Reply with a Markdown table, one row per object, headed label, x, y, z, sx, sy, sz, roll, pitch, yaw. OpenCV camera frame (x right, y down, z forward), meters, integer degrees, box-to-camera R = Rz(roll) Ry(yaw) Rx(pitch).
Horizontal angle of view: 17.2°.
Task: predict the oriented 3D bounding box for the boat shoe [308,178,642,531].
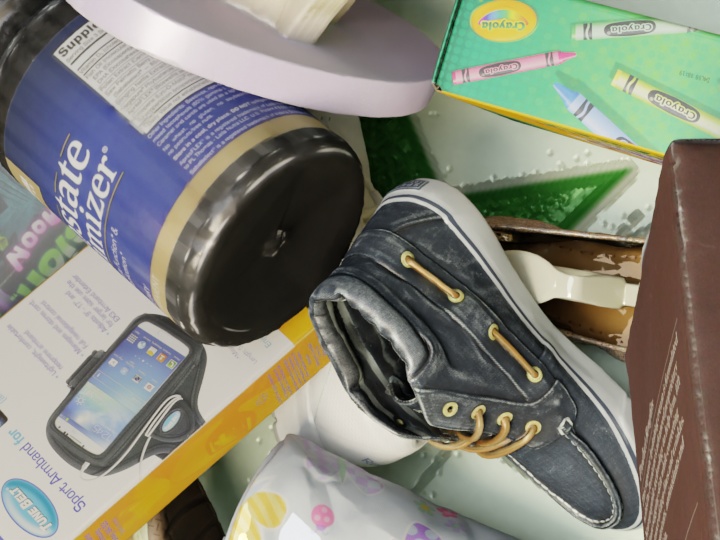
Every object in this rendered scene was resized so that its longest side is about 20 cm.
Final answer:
| label | x | y | z | sx | sy | sz | roll | pitch | yaw |
| --- | --- | --- | --- | --- | --- | --- | --- | --- | --- |
| boat shoe | 0.055 | 0.061 | 1.086 | 0.200 | 0.091 | 0.071 | 51 | 141 | -11 |

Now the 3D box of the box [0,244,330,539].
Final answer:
| label | x | y | z | sx | sy | sz | roll | pitch | yaw |
| --- | --- | --- | --- | --- | --- | --- | --- | --- | --- |
| box | -0.124 | 0.061 | 1.113 | 0.200 | 0.042 | 0.119 | -41 | 60 | -11 |

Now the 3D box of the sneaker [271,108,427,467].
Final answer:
| label | x | y | z | sx | sy | sz | roll | pitch | yaw |
| --- | --- | --- | --- | --- | --- | --- | --- | --- | --- |
| sneaker | 0.000 | 0.000 | 1.151 | 0.087 | 0.074 | 0.201 | -9 | 90 | 46 |

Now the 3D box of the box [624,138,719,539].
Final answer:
| label | x | y | z | sx | sy | sz | roll | pitch | yaw |
| --- | --- | --- | --- | --- | --- | --- | --- | --- | --- |
| box | 0.202 | 0.073 | 0.959 | 0.164 | 0.166 | 0.201 | 0 | 56 | -1 |

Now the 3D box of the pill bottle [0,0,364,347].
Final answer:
| label | x | y | z | sx | sy | sz | roll | pitch | yaw |
| --- | --- | --- | --- | --- | --- | --- | --- | --- | --- |
| pill bottle | -0.100 | -0.064 | 1.094 | 0.200 | 0.112 | 0.112 | 39 | 101 | 29 |

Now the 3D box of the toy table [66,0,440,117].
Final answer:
| label | x | y | z | sx | sy | sz | roll | pitch | yaw |
| --- | --- | --- | --- | --- | --- | --- | --- | --- | --- |
| toy table | -0.028 | -0.154 | 1.072 | 0.184 | 0.200 | 0.117 | 42 | 118 | 34 |

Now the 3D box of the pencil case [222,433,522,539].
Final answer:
| label | x | y | z | sx | sy | sz | roll | pitch | yaw |
| --- | --- | --- | --- | --- | --- | --- | --- | --- | --- |
| pencil case | 0.030 | 0.151 | 1.105 | 0.199 | 0.091 | 0.083 | 24 | 118 | 5 |

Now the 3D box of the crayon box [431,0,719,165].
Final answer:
| label | x | y | z | sx | sy | sz | roll | pitch | yaw |
| --- | --- | --- | --- | --- | --- | --- | --- | --- | --- |
| crayon box | 0.147 | -0.077 | 1.079 | 0.199 | 0.119 | 0.058 | 18 | 93 | 23 |

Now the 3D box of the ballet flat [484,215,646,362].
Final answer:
| label | x | y | z | sx | sy | sz | roll | pitch | yaw |
| --- | --- | --- | --- | --- | --- | --- | --- | --- | --- |
| ballet flat | 0.124 | 0.014 | 1.110 | 0.199 | 0.067 | 0.068 | 7 | 88 | 23 |

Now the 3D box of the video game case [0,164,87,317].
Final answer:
| label | x | y | z | sx | sy | sz | roll | pitch | yaw |
| --- | --- | --- | --- | --- | --- | --- | --- | --- | --- |
| video game case | -0.155 | 0.010 | 1.171 | 0.182 | 0.023 | 0.200 | 38 | 76 | -3 |

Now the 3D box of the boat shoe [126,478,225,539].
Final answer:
| label | x | y | z | sx | sy | sz | roll | pitch | yaw |
| --- | --- | --- | --- | --- | --- | --- | --- | --- | --- |
| boat shoe | -0.097 | 0.185 | 1.138 | 0.076 | 0.072 | 0.201 | -16 | 86 | 25 |
